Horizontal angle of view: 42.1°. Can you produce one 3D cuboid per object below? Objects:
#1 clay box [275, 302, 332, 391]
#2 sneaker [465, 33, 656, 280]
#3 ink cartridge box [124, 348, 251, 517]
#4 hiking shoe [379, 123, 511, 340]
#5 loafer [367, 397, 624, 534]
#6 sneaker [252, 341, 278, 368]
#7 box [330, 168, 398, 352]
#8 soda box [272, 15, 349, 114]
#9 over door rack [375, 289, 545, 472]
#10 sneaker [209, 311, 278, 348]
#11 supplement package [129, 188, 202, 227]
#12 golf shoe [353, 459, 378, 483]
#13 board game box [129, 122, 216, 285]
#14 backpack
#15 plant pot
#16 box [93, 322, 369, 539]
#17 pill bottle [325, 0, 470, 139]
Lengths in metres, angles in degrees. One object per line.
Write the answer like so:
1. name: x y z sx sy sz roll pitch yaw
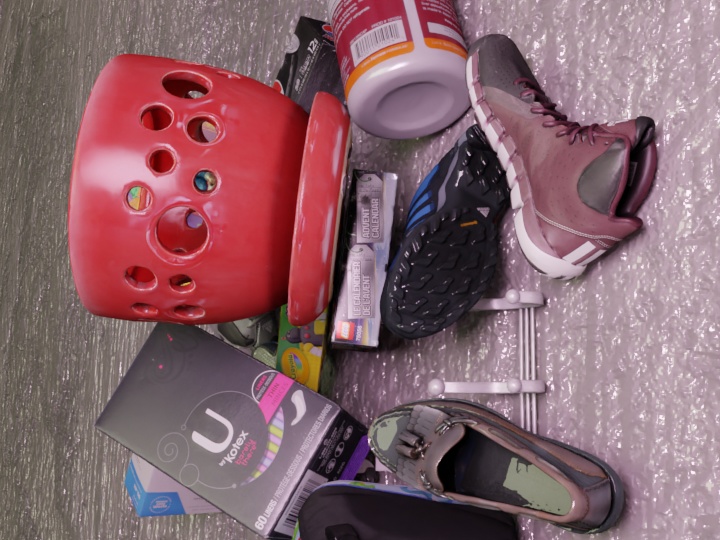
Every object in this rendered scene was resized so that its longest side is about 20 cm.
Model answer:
1. clay box: -0.049 0.025 0.897 0.115 0.047 0.200 -81 0 -60
2. sneaker: 0.153 -0.103 0.673 0.115 0.076 0.200 -32 69 45
3. ink cartridge box: -0.194 0.191 1.106 0.068 0.116 0.200 48 125 48
4. hiking shoe: 0.066 -0.021 0.743 0.200 0.074 0.087 -60 10 -30
5. loafer: 0.081 0.132 0.657 0.200 0.063 0.072 10 88 37
6. sneaker: -0.091 0.158 0.983 0.077 0.085 0.200 -53 43 38
7. box: 0.000 0.000 0.815 0.200 0.040 0.137 107 170 -83
8. soda box: -0.061 -0.163 1.001 0.063 0.071 0.200 57 131 42
9. over door rack: 0.067 0.097 0.766 0.200 0.066 0.148 -12 74 56
10. sneaker: -0.103 0.026 1.056 0.200 0.075 0.116 -27 88 37
11. supplement package: -0.155 -0.077 0.957 0.200 0.114 0.110 18 101 28
12. golf shoe: -0.074 0.156 0.900 0.078 0.200 0.095 77 -153 -67
13. board game box: -0.154 -0.073 0.868 0.200 0.039 0.158 -28 78 27
14. backpack: 0.026 0.266 0.707 0.147 0.183 0.200 -113 33 -72
15. plant pot: -0.103 -0.054 0.712 0.200 0.182 0.201 -173 90 -88
16. box: -0.108 0.139 0.815 0.200 0.106 0.122 24 77 27
17. pill bottle: 0.029 -0.227 0.837 0.113 0.113 0.200 -41 52 47
